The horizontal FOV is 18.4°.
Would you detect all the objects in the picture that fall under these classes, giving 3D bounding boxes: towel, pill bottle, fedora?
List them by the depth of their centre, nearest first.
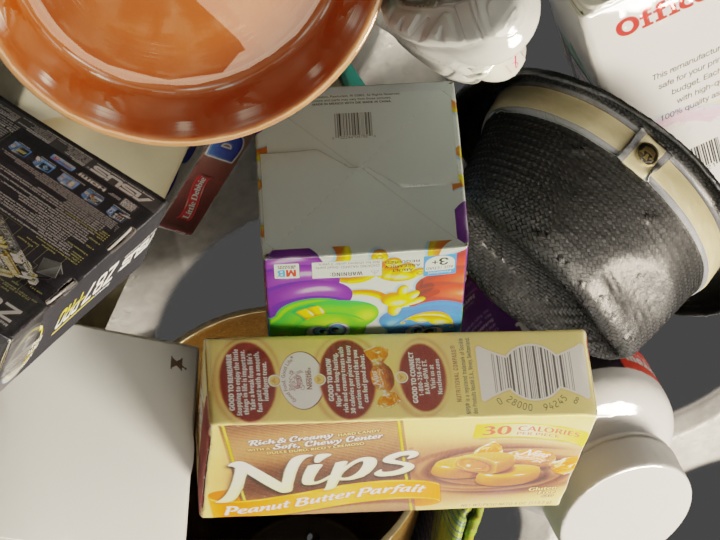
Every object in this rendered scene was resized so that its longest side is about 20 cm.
[{"bbox_3d":[0.118,-0.018,1.249,0.092,0.201,0.201,-53,142,-25],"label":"fedora"},{"bbox_3d":[0.120,0.076,1.334,0.111,0.200,0.111,-13,134,-13],"label":"pill bottle"},{"bbox_3d":[0.044,0.147,1.356,0.023,0.200,0.144,4,114,-8],"label":"towel"}]

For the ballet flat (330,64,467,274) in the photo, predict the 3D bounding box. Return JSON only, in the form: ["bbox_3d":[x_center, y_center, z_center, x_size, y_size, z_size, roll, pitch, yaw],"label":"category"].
[{"bbox_3d":[0.004,-0.042,1.274,0.062,0.067,0.200,-23,136,12],"label":"ballet flat"}]

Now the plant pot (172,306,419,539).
[{"bbox_3d":[-0.043,0.151,1.367,0.186,0.186,0.200,-20,149,-6],"label":"plant pot"}]

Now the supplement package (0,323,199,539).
[{"bbox_3d":[-0.190,0.103,1.214,0.120,0.121,0.200,13,161,-32],"label":"supplement package"}]

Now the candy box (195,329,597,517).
[{"bbox_3d":[0.015,0.082,1.173,0.200,0.055,0.115,0,150,-7],"label":"candy box"}]

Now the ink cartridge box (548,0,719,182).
[{"bbox_3d":[0.195,-0.127,1.264,0.145,0.084,0.200,-25,136,-1],"label":"ink cartridge box"}]

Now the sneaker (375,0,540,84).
[{"bbox_3d":[0.056,-0.131,1.113,0.099,0.200,0.078,39,93,-24],"label":"sneaker"}]

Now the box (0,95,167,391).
[{"bbox_3d":[-0.212,-0.039,1.049,0.200,0.161,0.049,32,121,5],"label":"box"}]

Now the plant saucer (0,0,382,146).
[{"bbox_3d":[-0.086,-0.154,1.052,0.200,0.032,0.200,-3,118,-5],"label":"plant saucer"}]

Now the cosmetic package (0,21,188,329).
[{"bbox_3d":[-0.159,-0.058,1.180,0.103,0.073,0.200,8,127,-28],"label":"cosmetic package"}]

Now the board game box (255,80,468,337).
[{"bbox_3d":[0.000,0.000,1.191,0.105,0.103,0.200,-3,150,-1],"label":"board game box"}]

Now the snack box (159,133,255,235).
[{"bbox_3d":[-0.058,-0.115,1.171,0.024,0.072,0.200,18,121,-29],"label":"snack box"}]
